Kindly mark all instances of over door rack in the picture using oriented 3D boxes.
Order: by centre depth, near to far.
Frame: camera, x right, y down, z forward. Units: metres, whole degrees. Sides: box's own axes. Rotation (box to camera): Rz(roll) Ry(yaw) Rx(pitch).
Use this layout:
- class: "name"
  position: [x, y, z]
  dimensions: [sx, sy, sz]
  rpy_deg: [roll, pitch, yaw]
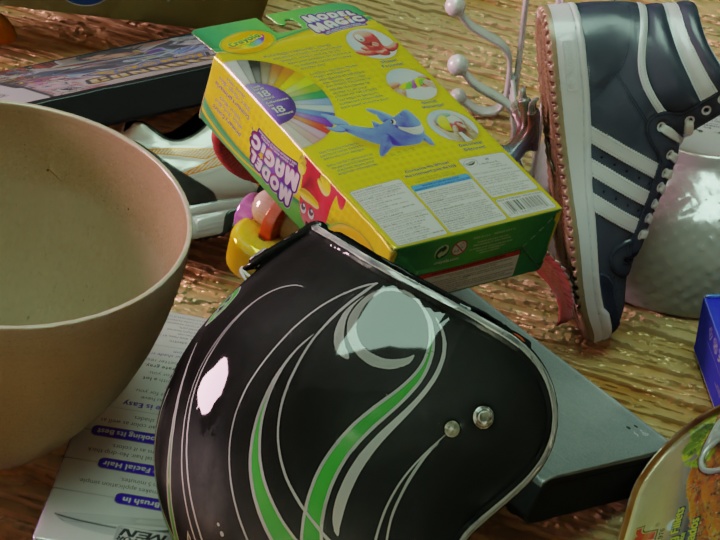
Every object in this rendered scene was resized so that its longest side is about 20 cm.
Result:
- class: "over door rack"
  position: [0.093, -0.141, 1.740]
  dimensions: [0.066, 0.200, 0.148]
  rpy_deg: [12, 37, -11]

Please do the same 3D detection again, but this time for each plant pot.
- class: "plant pot"
  position: [-0.192, 0.022, 1.460]
  dimensions: [0.200, 0.135, 0.201]
  rpy_deg: [7, 35, -5]

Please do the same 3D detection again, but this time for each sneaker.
- class: "sneaker"
  position: [0.163, -0.060, 1.645]
  dimensions: [0.108, 0.201, 0.070]
  rpy_deg: [-8, 16, -6]
- class: "sneaker"
  position: [-0.054, -0.066, 1.711]
  dimensions: [0.199, 0.080, 0.074]
  rpy_deg: [-9, 5, -21]

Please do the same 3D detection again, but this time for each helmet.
- class: "helmet"
  position: [-0.002, 0.096, 1.363]
  dimensions: [0.200, 0.191, 0.200]
  rpy_deg: [30, 2, -1]

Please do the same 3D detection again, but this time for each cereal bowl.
- class: "cereal bowl"
  position: [0.205, -0.063, 1.751]
  dimensions: [0.199, 0.084, 0.200]
  rpy_deg: [3, 38, -2]

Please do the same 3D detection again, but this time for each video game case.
- class: "video game case"
  position: [-0.150, -0.115, 1.756]
  dimensions: [0.199, 0.026, 0.181]
  rpy_deg: [-14, 12, -23]

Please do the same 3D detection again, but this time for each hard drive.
- class: "hard drive"
  position: [0.060, 0.060, 1.566]
  dimensions: [0.200, 0.033, 0.139]
  rpy_deg: [38, 25, 28]

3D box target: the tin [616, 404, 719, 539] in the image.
- class: "tin"
  position: [0.182, 0.143, 1.470]
  dimensions: [0.112, 0.042, 0.200]
  rpy_deg: [-19, 30, 33]

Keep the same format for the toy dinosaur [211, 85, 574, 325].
- class: "toy dinosaur"
  position: [0.013, -0.059, 1.628]
  dimensions: [0.181, 0.105, 0.200]
  rpy_deg: [-11, 56, -16]

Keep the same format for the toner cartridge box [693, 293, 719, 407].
- class: "toner cartridge box"
  position: [0.255, 0.090, 1.592]
  dimensions: [0.095, 0.043, 0.200]
  rpy_deg: [-1, 38, -9]

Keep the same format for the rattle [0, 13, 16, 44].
- class: "rattle"
  position: [-0.333, -0.123, 1.811]
  dimensions: [0.130, 0.143, 0.200]
  rpy_deg: [-9, 43, 37]

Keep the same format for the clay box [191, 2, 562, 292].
- class: "clay box"
  position: [0.001, -0.066, 1.525]
  dimensions: [0.115, 0.048, 0.200]
  rpy_deg: [-13, 45, -35]

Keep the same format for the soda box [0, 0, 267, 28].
- class: "soda box"
  position: [-0.158, -0.207, 1.870]
  dimensions: [0.199, 0.064, 0.068]
  rpy_deg: [5, 34, -27]

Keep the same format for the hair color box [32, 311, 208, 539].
- class: "hair color box"
  position: [-0.097, 0.108, 1.512]
  dimensions: [0.109, 0.065, 0.200]
  rpy_deg: [10, 36, 5]

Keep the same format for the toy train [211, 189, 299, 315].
- class: "toy train"
  position: [0.000, 0.000, 1.519]
  dimensions: [0.150, 0.056, 0.200]
  rpy_deg: [14, 37, 1]
